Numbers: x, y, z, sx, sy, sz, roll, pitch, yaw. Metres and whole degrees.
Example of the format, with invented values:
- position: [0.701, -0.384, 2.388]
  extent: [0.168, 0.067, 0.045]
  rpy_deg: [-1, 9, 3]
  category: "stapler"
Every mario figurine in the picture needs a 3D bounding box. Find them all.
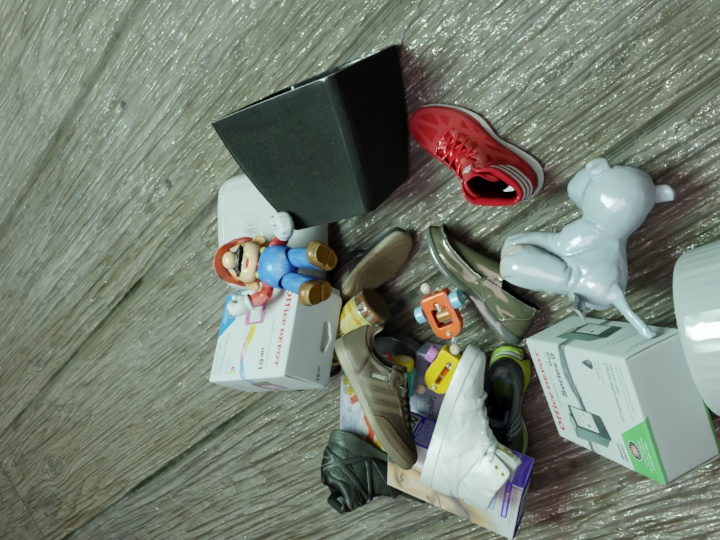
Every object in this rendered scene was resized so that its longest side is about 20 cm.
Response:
- position: [-0.134, -0.005, 0.830]
  extent: [0.198, 0.124, 0.107]
  rpy_deg: [6, 140, 39]
  category: "mario figurine"

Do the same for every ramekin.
- position: [0.406, 0.058, 0.642]
  extent: [0.097, 0.200, 0.203]
  rpy_deg: [-16, 98, 39]
  category: "ramekin"

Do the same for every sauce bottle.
- position: [-0.039, 0.112, 0.934]
  extent: [0.066, 0.066, 0.200]
  rpy_deg: [47, 113, 8]
  category: "sauce bottle"

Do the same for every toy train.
- position: [0.081, 0.106, 0.870]
  extent: [0.199, 0.056, 0.151]
  rpy_deg: [-30, 93, 28]
  category: "toy train"

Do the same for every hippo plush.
- position: [0.254, -0.049, 0.706]
  extent: [0.157, 0.200, 0.163]
  rpy_deg: [14, 107, 2]
  category: "hippo plush"

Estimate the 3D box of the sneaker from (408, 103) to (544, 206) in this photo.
- position: [0.132, -0.149, 0.775]
  extent: [0.198, 0.115, 0.079]
  rpy_deg: [30, 119, 18]
  category: "sneaker"

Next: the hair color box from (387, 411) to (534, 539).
- position: [0.138, 0.289, 0.881]
  extent: [0.198, 0.065, 0.111]
  rpy_deg: [17, 126, 25]
  category: "hair color box"

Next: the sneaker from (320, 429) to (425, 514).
- position: [0.019, 0.347, 0.980]
  extent: [0.198, 0.115, 0.076]
  rpy_deg: [32, 155, -16]
  category: "sneaker"

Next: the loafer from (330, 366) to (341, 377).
- position: [-0.080, 0.080, 1.004]
  extent: [0.071, 0.063, 0.202]
  rpy_deg: [-26, 91, 34]
  category: "loafer"

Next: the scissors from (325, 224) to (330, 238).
- position: [-0.121, -0.013, 0.996]
  extent: [0.073, 0.014, 0.201]
  rpy_deg: [46, 108, 24]
  category: "scissors"

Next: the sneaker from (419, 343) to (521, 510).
- position: [0.156, 0.203, 0.786]
  extent: [0.114, 0.074, 0.203]
  rpy_deg: [18, 104, 21]
  category: "sneaker"

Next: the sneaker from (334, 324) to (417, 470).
- position: [0.039, 0.169, 0.831]
  extent: [0.075, 0.070, 0.202]
  rpy_deg: [-29, 89, 6]
  category: "sneaker"

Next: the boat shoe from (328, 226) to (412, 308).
- position: [0.000, 0.000, 0.931]
  extent: [0.200, 0.071, 0.065]
  rpy_deg: [-51, 46, 31]
  category: "boat shoe"

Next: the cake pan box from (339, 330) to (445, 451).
- position: [0.056, 0.193, 0.973]
  extent: [0.182, 0.052, 0.203]
  rpy_deg: [12, 111, 24]
  category: "cake pan box"

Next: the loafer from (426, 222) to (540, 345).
- position: [0.169, 0.006, 0.840]
  extent: [0.070, 0.075, 0.200]
  rpy_deg: [-43, 87, 21]
  category: "loafer"

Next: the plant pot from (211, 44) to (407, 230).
- position: [-0.044, -0.170, 0.835]
  extent: [0.198, 0.200, 0.179]
  rpy_deg: [-9, 112, 31]
  category: "plant pot"

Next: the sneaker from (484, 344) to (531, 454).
- position: [0.198, 0.212, 0.877]
  extent: [0.073, 0.081, 0.203]
  rpy_deg: [6, 109, 28]
  category: "sneaker"

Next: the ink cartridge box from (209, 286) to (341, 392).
- position: [-0.130, 0.101, 0.925]
  extent: [0.198, 0.084, 0.147]
  rpy_deg: [-13, 61, 44]
  category: "ink cartridge box"

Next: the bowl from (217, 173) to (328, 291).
- position: [-0.152, -0.063, 0.966]
  extent: [0.198, 0.074, 0.203]
  rpy_deg: [-2, 89, 32]
  category: "bowl"

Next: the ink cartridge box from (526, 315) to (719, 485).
- position: [0.299, 0.142, 0.727]
  extent: [0.200, 0.083, 0.148]
  rpy_deg: [178, 71, -76]
  category: "ink cartridge box"
